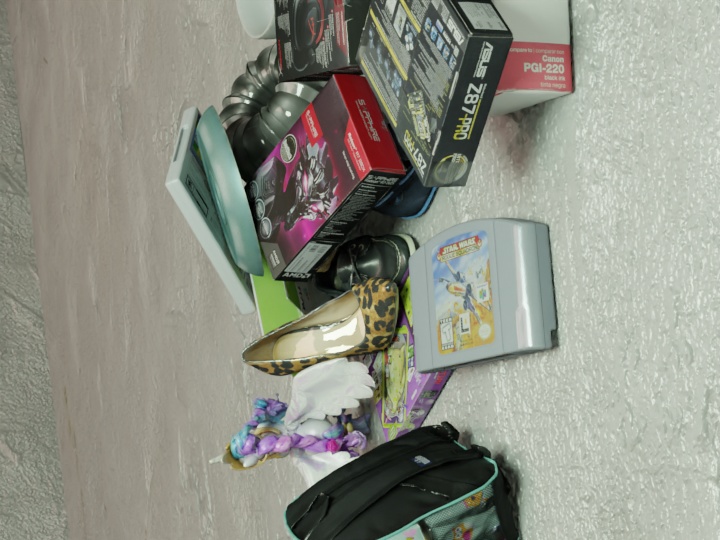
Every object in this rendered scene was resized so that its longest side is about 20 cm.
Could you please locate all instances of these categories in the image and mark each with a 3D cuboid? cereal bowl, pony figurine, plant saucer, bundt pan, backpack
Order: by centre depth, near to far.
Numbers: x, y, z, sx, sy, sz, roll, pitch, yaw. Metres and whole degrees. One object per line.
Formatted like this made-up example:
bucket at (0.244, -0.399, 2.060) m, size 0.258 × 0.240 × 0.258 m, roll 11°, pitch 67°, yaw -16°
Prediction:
backpack at (0.033, 0.254, 1.415) m, size 0.176 × 0.199 × 0.155 m, roll 30°, pitch 134°, yaw 62°
pony figurine at (-0.055, 0.186, 1.646) m, size 0.200 × 0.191 × 0.168 m, roll -6°, pitch -94°, yaw -77°
plant saucer at (-0.150, -0.086, 1.665) m, size 0.200 × 0.027 × 0.202 m, roll 163°, pitch 90°, yaw -82°
bundt pan at (-0.101, -0.195, 1.761) m, size 0.201 × 0.076 × 0.203 m, roll -34°, pitch 39°, yaw 32°
cereal bowl at (-0.091, -0.389, 1.842) m, size 0.200 × 0.083 × 0.202 m, roll 179°, pitch 90°, yaw -68°

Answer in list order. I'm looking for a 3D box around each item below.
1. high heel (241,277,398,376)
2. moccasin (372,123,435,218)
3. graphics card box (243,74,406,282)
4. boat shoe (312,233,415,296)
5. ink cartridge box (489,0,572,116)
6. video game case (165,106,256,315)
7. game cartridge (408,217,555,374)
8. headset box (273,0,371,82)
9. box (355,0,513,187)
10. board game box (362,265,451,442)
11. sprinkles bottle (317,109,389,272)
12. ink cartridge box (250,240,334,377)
high heel at (-0.043, 0.063, 1.592) m, size 0.200 × 0.141 × 0.072 m, roll 128°, pitch 130°, yaw -59°
moccasin at (0.056, -0.129, 1.511) m, size 0.081 × 0.068 × 0.201 m, roll -116°, pitch 35°, yaw -46°
graphics card box at (-0.042, -0.094, 1.541) m, size 0.200 × 0.051 × 0.126 m, roll -47°, pitch 53°, yaw 40°
boat shoe at (0.000, -0.002, 1.657) m, size 0.199 × 0.066 × 0.075 m, roll 177°, pitch 92°, yaw -67°
ink cartridge box at (0.119, -0.248, 1.335) m, size 0.145 × 0.084 × 0.202 m, roll 172°, pitch 95°, yaw -68°
video game case at (-0.171, -0.074, 1.788) m, size 0.183 × 0.022 × 0.201 m, roll -87°, pitch -27°, yaw -57°
game cartridge at (0.109, 0.021, 1.397) m, size 0.200 × 0.041 × 0.134 m, roll -19°, pitch 76°, yaw 58°
headset box at (-0.019, -0.276, 1.517) m, size 0.200 × 0.074 × 0.150 m, roll 2°, pitch 96°, yaw 64°
box at (0.060, -0.197, 1.311) m, size 0.201 × 0.049 × 0.162 m, roll -115°, pitch 33°, yaw -44°
board game box at (0.055, 0.088, 1.579) m, size 0.201 × 0.032 × 0.121 m, roll 115°, pitch 150°, yaw -48°
sprinkles bottle at (-0.020, -0.098, 1.620) m, size 0.201 × 0.068 × 0.068 m, roll -60°, pitch 32°, yaw 17°
ink cartridge box at (-0.093, 0.019, 1.739) m, size 0.200 × 0.075 × 0.149 m, roll 50°, pitch -156°, yaw -60°
